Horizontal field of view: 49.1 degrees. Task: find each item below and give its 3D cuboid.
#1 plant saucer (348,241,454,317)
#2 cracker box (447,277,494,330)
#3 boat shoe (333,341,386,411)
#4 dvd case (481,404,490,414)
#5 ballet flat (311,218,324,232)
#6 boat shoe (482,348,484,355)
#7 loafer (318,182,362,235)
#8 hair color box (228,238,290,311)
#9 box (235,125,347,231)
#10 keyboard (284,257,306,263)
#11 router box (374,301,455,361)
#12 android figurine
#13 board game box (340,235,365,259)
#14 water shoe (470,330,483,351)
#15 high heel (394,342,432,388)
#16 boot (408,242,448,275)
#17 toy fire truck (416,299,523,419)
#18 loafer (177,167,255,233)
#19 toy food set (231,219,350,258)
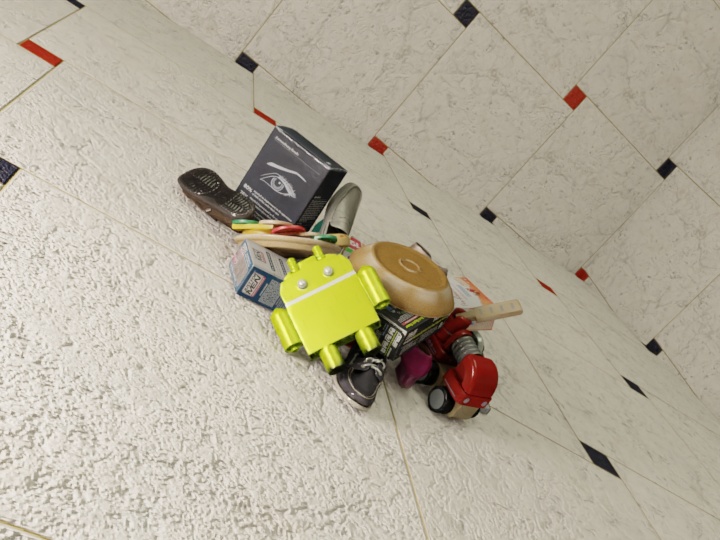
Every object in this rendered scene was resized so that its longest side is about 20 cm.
[{"bbox_3d":[0.077,0.005,1.338,0.199,0.036,0.201,21,26,-11],"label":"plant saucer"},{"bbox_3d":[0.150,0.064,1.553,0.198,0.058,0.134,0,26,-25],"label":"cracker box"},{"bbox_3d":[0.006,0.152,1.246,0.072,0.063,0.200,35,16,-6],"label":"boat shoe"},{"bbox_3d":[0.162,0.192,1.539,0.199,0.018,0.143,32,17,-11],"label":"dvd case"},{"bbox_3d":[-0.076,-0.057,1.696,0.072,0.072,0.201,33,16,-8],"label":"ballet flat"},{"bbox_3d":[0.202,0.144,1.682,0.200,0.073,0.061,32,-36,59],"label":"boat shoe"},{"bbox_3d":[-0.044,-0.084,1.570,0.070,0.201,0.070,33,-14,-36],"label":"loafer"},{"bbox_3d":[-0.119,0.032,1.330,0.199,0.061,0.100,29,17,-28],"label":"hair color box"},{"bbox_3d":[-0.146,-0.161,1.567,0.148,0.201,0.104,40,15,13],"label":"box"},{"bbox_3d":[-0.083,-0.009,1.404,0.198,0.011,0.056,1,19,17],"label":"keyboard"},{"bbox_3d":[0.050,0.060,1.323,0.149,0.063,0.200,34,26,19],"label":"router box"},{"bbox_3d":[-0.049,0.054,1.215,0.041,0.181,0.201,77,-12,-67],"label":"android figurine"},{"bbox_3d":[0.000,0.000,1.489,0.095,0.030,0.200,35,25,-5],"label":"board game box"},{"bbox_3d":[0.152,0.124,1.580,0.199,0.072,0.079,26,18,37],"label":"water shoe"},{"bbox_3d":[0.077,0.099,1.382,0.067,0.096,0.201,10,49,-24],"label":"high heel"},{"bbox_3d":[0.080,0.002,1.671,0.199,0.147,0.070,35,14,-3],"label":"boot"},{"bbox_3d":[0.199,0.140,1.391,0.128,0.200,0.177,17,32,-38],"label":"toy fire truck"},{"bbox_3d":[-0.273,-0.125,1.475,0.073,0.071,0.200,-31,51,-30],"label":"loafer"},{"bbox_3d":[-0.127,-0.054,1.408,0.198,0.049,0.198,3,-6,20],"label":"toy food set"}]
